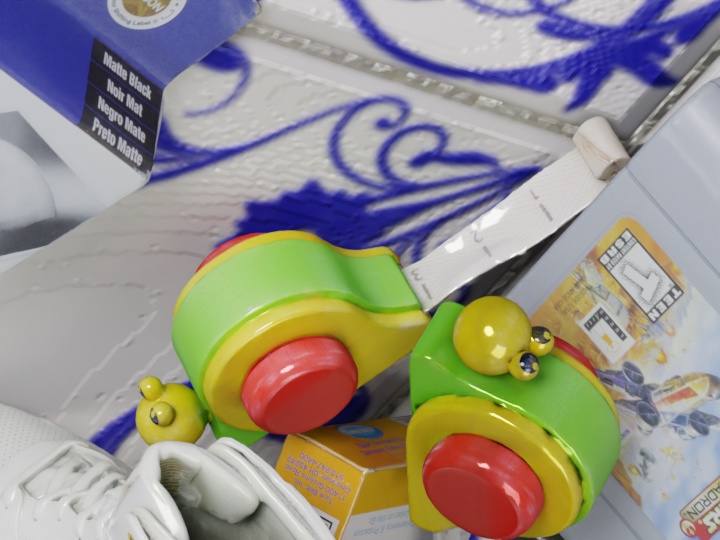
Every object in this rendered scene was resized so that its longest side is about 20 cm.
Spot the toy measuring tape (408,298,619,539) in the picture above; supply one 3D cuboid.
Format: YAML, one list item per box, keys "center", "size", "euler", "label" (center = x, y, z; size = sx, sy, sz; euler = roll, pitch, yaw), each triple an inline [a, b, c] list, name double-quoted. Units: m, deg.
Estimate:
- center: [0.056, 0.083, 0.946]
  size: [0.073, 0.074, 0.200]
  euler: [-11, 138, -7]
  label: "toy measuring tape"

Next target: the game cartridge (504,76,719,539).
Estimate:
- center: [0.116, 0.037, 0.938]
  size: [0.042, 0.133, 0.200]
  euler: [-28, 165, -39]
  label: "game cartridge"

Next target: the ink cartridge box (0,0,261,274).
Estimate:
- center: [-0.159, -0.063, 0.812]
  size: [0.200, 0.041, 0.200]
  euler: [-33, 139, 19]
  label: "ink cartridge box"

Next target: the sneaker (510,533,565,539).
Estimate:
- center: [0.146, 0.059, 1.046]
  size: [0.200, 0.074, 0.089]
  euler: [-19, 143, -14]
  label: "sneaker"

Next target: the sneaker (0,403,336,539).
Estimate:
- center: [-0.078, 0.082, 0.914]
  size: [0.074, 0.200, 0.116]
  euler: [-39, 152, -34]
  label: "sneaker"

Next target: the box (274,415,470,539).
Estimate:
- center: [-0.019, 0.154, 1.015]
  size: [0.119, 0.041, 0.200]
  euler: [0, 116, -62]
  label: "box"

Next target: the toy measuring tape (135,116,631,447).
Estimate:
- center: [0.000, 0.000, 0.928]
  size: [0.200, 0.074, 0.074]
  euler: [-34, 139, 8]
  label: "toy measuring tape"
